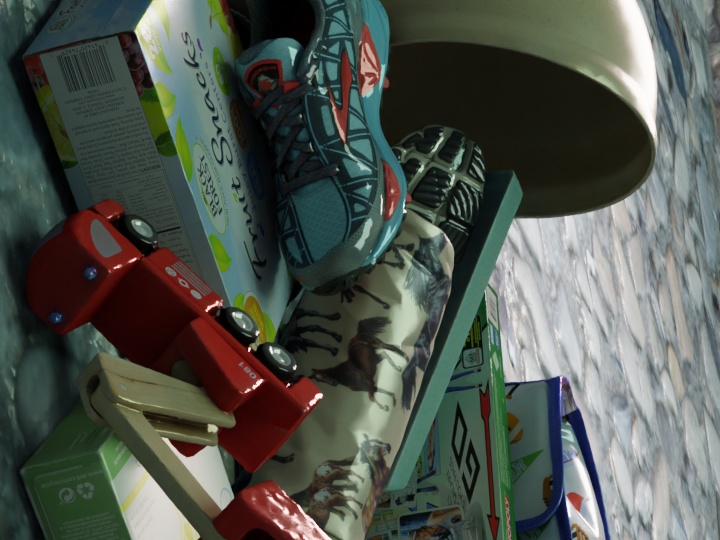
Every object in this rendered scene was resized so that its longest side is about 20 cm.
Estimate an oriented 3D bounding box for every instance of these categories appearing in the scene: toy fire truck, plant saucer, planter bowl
[{"bbox_3d":[-0.084,0.058,1.112,0.200,0.049,0.141,43,23,5],"label":"toy fire truck"},{"bbox_3d":[0.040,0.035,1.425,0.019,0.070,0.200,27,78,-27],"label":"plant saucer"},{"bbox_3d":[0.083,-0.136,1.454,0.200,0.200,0.135,56,40,-54],"label":"planter bowl"}]

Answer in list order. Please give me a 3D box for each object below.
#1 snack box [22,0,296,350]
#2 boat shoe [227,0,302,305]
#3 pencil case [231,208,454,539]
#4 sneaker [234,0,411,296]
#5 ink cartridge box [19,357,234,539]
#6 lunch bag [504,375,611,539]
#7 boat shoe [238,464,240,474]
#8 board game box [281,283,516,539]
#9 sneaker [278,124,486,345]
[{"bbox_3d":[-0.096,-0.058,1.283,0.169,0.068,0.200,-72,146,-63],"label":"snack box"},{"bbox_3d":[-0.060,-0.070,1.400,0.068,0.072,0.200,-66,152,-50],"label":"boat shoe"},{"bbox_3d":[-0.012,0.056,1.332,0.078,0.089,0.200,42,63,-56],"label":"pencil case"},{"bbox_3d":[-0.035,-0.080,1.297,0.096,0.079,0.200,33,41,-45],"label":"sneaker"},{"bbox_3d":[-0.093,0.154,1.182,0.146,0.048,0.200,-59,132,-69],"label":"ink cartridge box"},{"bbox_3d":[0.063,0.172,1.493,0.124,0.170,0.200,-4,84,-73],"label":"lunch bag"},{"bbox_3d":[-0.022,0.180,1.367,0.065,0.074,0.202,58,15,-61],"label":"boat shoe"},{"bbox_3d":[0.021,0.111,1.449,0.029,0.134,0.200,51,31,-55],"label":"board game box"},{"bbox_3d":[0.000,0.000,1.434,0.077,0.200,0.080,29,8,-18],"label":"sneaker"}]
